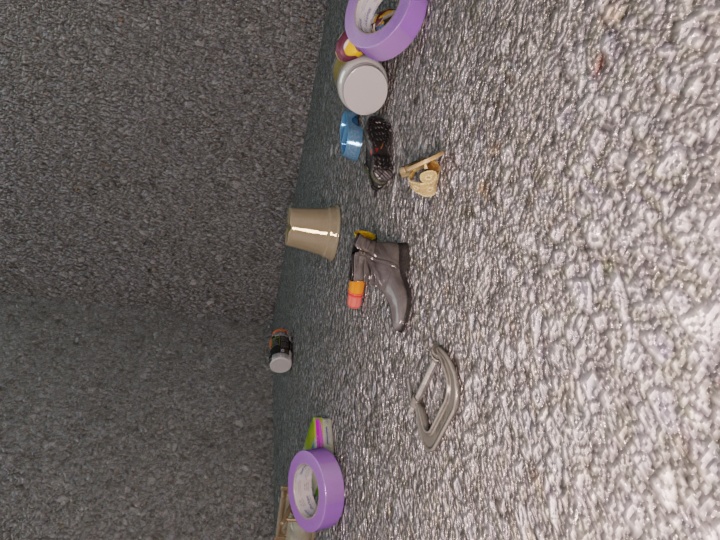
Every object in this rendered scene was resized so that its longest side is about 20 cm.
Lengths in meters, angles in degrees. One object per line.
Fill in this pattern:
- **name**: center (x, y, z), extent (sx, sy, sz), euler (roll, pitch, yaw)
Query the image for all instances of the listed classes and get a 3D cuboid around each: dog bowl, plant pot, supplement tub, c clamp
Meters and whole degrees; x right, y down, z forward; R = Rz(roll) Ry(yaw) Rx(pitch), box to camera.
- **dog bowl**: center (-0.033, -0.446, 1.739), extent (0.114, 0.048, 0.205), euler (111, 159, -44)
- **plant pot**: center (-0.179, -0.147, 1.925), extent (0.200, 0.176, 0.210), euler (-173, 90, -76)
- **supplement tub**: center (-0.411, 0.408, 2.724), extent (0.204, 0.118, 0.125), euler (-99, 21, -47)
- **c clamp**: center (0.116, 0.205, 0.902), extent (0.204, 0.026, 0.175), euler (109, 161, -44)
- **supplement tub**: center (-0.001, -0.523, 1.456), extent (0.203, 0.140, 0.150), euler (-104, 25, -54)

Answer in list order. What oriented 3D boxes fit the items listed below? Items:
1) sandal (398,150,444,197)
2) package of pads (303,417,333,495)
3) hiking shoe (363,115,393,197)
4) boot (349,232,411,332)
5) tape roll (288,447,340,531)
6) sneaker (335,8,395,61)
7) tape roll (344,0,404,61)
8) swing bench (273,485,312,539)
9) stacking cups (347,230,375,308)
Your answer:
- **sandal**: center (0.124, -0.176, 1.008), extent (0.212, 0.075, 0.072), euler (-132, 18, -80)
- **package of pads**: center (-0.134, 0.575, 1.655), extent (0.157, 0.065, 0.205), euler (-101, 23, -48)
- **hiking shoe**: center (0.034, -0.296, 1.355), extent (0.101, 0.073, 0.208), euler (128, 145, -58)
- **boot**: center (0.035, 0.027, 1.096), extent (0.070, 0.126, 0.207), euler (122, 151, -56)
- **tape roll**: center (-0.125, 0.601, 1.462), extent (0.197, 0.064, 0.209), euler (-11, 77, 53)
- **sneaker**: center (0.025, -0.591, 1.325), extent (0.076, 0.197, 0.090), euler (56, 176, -29)
- **tape roll**: center (0.056, -0.595, 1.217), extent (0.195, 0.065, 0.209), euler (-9, 75, 37)
- **swing bench**: center (-0.217, 0.862, 1.755), extent (0.200, 0.124, 0.208), euler (-124, 42, -76)
- **stacking cups**: center (0.000, 0.000, 1.420), extent (0.061, 0.058, 0.208), euler (-115, 29, -64)
